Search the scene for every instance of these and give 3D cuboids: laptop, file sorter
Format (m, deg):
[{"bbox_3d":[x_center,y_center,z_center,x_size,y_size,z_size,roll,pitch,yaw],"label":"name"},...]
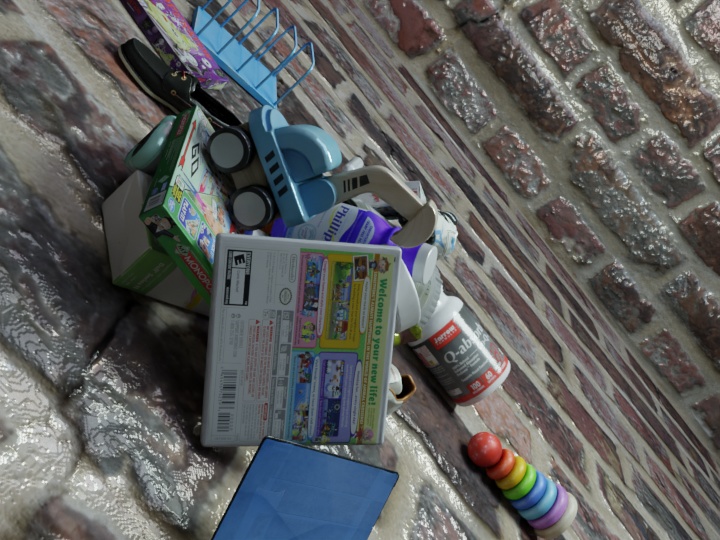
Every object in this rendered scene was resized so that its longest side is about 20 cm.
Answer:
[{"bbox_3d":[-0.035,0.270,0.599,0.187,0.116,0.201,30,31,-44],"label":"laptop"},{"bbox_3d":[-0.193,-0.422,1.323,0.200,0.123,0.139,39,26,-32],"label":"file sorter"}]

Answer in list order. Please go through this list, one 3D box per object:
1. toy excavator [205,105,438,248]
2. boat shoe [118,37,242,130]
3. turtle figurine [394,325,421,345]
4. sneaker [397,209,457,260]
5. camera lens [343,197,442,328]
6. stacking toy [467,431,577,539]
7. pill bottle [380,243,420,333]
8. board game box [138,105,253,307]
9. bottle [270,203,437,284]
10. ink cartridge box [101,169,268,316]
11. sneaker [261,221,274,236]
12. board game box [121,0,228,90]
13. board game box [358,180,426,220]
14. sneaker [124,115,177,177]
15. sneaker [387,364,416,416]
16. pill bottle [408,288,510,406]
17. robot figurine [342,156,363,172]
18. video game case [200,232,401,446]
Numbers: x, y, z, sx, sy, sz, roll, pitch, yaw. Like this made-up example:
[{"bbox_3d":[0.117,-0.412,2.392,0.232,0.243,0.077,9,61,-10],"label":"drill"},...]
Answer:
[{"bbox_3d":[-0.036,-0.096,0.773,0.100,0.199,0.195,-50,121,-73],"label":"toy excavator"},{"bbox_3d":[-0.255,-0.258,1.033,0.201,0.063,0.074,44,25,-17],"label":"boat shoe"},{"bbox_3d":[-0.006,0.087,0.874,0.161,0.065,0.200,-19,54,-32],"label":"turtle figurine"},{"bbox_3d":[0.105,-0.068,1.054,0.072,0.073,0.200,41,-1,16],"label":"sneaker"},{"bbox_3d":[0.000,0.000,1.020,0.200,0.160,0.160,33,29,-41],"label":"camera lens"},{"bbox_3d":[0.248,0.329,1.143,0.200,0.085,0.085,44,23,-7],"label":"stacking toy"},{"bbox_3d":[-0.045,0.051,0.769,0.114,0.199,0.115,158,-90,-77],"label":"pill bottle"},{"bbox_3d":[-0.158,-0.067,0.744,0.200,0.029,0.135,-93,157,-51],"label":"board game box"},{"bbox_3d":[-0.007,-0.034,0.874,0.199,0.084,0.065,18,-20,20],"label":"bottle"},{"bbox_3d":[-0.180,-0.016,0.806,0.200,0.067,0.117,27,33,-46],"label":"ink cartridge box"},{"bbox_3d":[-0.159,-0.106,0.981,0.199,0.113,0.077,26,23,28],"label":"sneaker"},{"bbox_3d":[-0.305,-0.381,1.166,0.200,0.032,0.120,54,17,3],"label":"board game box"},{"bbox_3d":[-0.003,-0.099,1.091,0.126,0.199,0.035,33,54,-80],"label":"board game box"},{"bbox_3d":[-0.192,-0.107,0.850,0.140,0.078,0.200,46,6,-10],"label":"sneaker"},{"bbox_3d":[-0.004,0.138,0.907,0.200,0.085,0.073,19,41,-51],"label":"sneaker"},{"bbox_3d":[0.147,0.117,1.201,0.200,0.116,0.116,51,22,-5],"label":"pill bottle"},{"bbox_3d":[0.004,-0.111,1.261,0.200,0.112,0.170,-65,140,-66],"label":"robot figurine"},{"bbox_3d":[-0.056,0.070,0.697,0.181,0.201,0.022,4,5,-18],"label":"video game case"}]
